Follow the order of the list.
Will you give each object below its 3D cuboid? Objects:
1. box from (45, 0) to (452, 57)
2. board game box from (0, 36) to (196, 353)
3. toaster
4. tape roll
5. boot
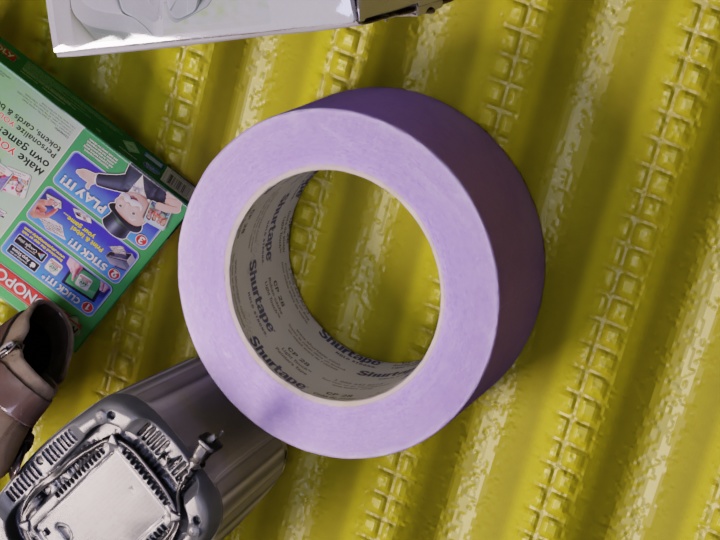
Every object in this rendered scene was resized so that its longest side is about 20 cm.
[{"bbox_3d":[-0.045,-0.175,1.040,0.175,0.200,0.098,-4,101,25],"label":"box"},{"bbox_3d":[-0.216,-0.058,1.203,0.199,0.029,0.135,38,117,-10],"label":"board game box"},{"bbox_3d":[-0.130,0.132,1.191,0.114,0.129,0.200,48,117,5],"label":"toaster"},{"bbox_3d":[0.000,0.000,1.127,0.198,0.085,0.202,5,104,22],"label":"tape roll"},{"bbox_3d":[-0.238,0.072,1.217,0.146,0.200,0.070,-43,120,13],"label":"boot"}]
